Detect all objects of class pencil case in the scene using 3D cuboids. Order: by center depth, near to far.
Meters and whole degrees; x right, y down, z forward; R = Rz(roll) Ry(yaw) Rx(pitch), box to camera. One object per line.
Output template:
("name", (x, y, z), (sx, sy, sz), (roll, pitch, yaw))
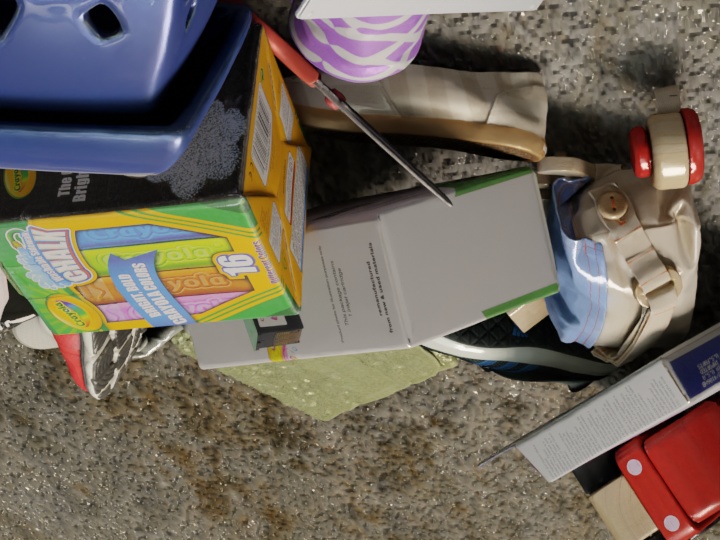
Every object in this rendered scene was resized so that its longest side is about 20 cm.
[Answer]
("pencil case", (0.010, -0.188, 0.962), (0.085, 0.084, 0.200), (35, 146, 12))

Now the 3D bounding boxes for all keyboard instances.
("keyboard", (0.047, -0.157, 0.957), (0.199, 0.011, 0.056), (-10, 152, -47))

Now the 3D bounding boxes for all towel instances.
("towel", (-0.032, 0.052, 1.343), (0.148, 0.037, 0.200), (-28, 142, 33))

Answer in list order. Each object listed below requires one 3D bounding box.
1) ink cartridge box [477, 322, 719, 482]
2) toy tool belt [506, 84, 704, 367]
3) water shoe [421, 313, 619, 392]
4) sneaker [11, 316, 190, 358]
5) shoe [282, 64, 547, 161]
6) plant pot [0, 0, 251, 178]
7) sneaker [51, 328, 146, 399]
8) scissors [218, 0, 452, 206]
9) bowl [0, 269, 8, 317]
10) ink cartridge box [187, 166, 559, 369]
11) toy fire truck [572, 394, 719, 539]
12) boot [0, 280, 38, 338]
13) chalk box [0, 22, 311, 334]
("ink cartridge box", (0.208, 0.083, 1.258), (0.196, 0.043, 0.200), (-24, 169, -42))
("toy tool belt", (0.151, -0.023, 1.147), (0.122, 0.125, 0.200), (-6, 144, 2))
("water shoe", (0.094, 0.050, 1.305), (0.199, 0.072, 0.079), (15, 147, -13))
("sneaker", (-0.184, 0.028, 1.307), (0.199, 0.081, 0.075), (-19, 141, 34))
("shoe", (0.018, -0.106, 1.114), (0.199, 0.054, 0.070), (8, 179, 4))
("plant pot", (-0.154, -0.156, 0.879), (0.199, 0.200, 0.181), (3, 120, 7))
("sneaker", (-0.196, 0.003, 1.192), (0.084, 0.077, 0.201), (17, 141, 23))
("scissors", (-0.025, -0.106, 1.031), (0.014, 0.200, 0.073), (-46, 168, 3))
("bowl", (-0.283, -0.048, 1.137), (0.074, 0.201, 0.200), (-22, 150, -18))
("ink cartridge box", (0.000, 0.000, 1.133), (0.144, 0.085, 0.199), (-18, -173, -43))
("toy fire truck", (0.285, 0.133, 1.315), (0.200, 0.129, 0.176), (-39, 169, 31))
("boot", (-0.280, 0.013, 1.297), (0.074, 0.203, 0.154), (52, 172, -14))
("chalk box", (-0.140, -0.048, 1.025), (0.199, 0.126, 0.124), (-4, 147, 13))
